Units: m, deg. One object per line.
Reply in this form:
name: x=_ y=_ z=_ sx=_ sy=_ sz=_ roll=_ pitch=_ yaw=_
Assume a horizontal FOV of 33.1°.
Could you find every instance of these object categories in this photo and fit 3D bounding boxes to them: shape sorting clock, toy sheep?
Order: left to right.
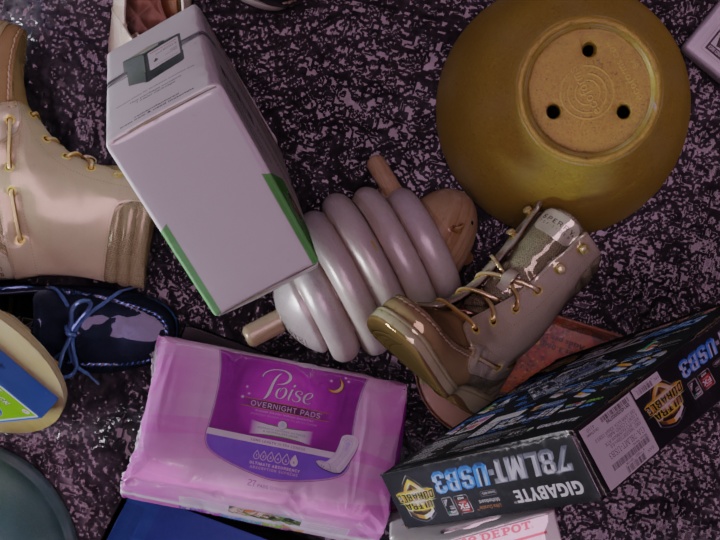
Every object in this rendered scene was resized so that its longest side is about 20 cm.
shape sorting clock: x=-0.312 y=0.060 z=0.903 sx=0.199 sy=0.200 sz=0.039 roll=22 pitch=56 yaw=1
toy sheep: x=0.000 y=0.000 z=0.908 sx=0.199 sy=0.138 sz=0.139 roll=-31 pitch=91 yaw=-1

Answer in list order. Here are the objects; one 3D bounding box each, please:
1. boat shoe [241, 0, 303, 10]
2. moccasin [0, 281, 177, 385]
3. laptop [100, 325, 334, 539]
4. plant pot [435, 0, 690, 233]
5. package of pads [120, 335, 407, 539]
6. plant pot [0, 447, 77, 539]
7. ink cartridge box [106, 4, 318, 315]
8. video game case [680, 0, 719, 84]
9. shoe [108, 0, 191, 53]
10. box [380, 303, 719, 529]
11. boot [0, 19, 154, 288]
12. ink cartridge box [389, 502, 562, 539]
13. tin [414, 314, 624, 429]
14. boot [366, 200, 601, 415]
boat shoe: x=-0.120 y=-0.247 z=0.894 sx=0.199 sy=0.060 sz=0.074 roll=21 pitch=81 yaw=-26
moccasin: x=-0.245 y=0.050 z=0.944 sx=0.198 sy=0.068 sz=0.081 roll=1 pitch=92 yaw=1
laptop: x=-0.093 y=0.168 z=0.927 sx=0.176 sy=0.103 sz=0.201 roll=20 pitch=93 yaw=0
plant pot: x=0.157 y=-0.126 z=0.890 sx=0.198 sy=0.142 sz=0.202 roll=0 pitch=91 yaw=2
package of pads: x=-0.070 y=0.125 z=0.901 sx=0.198 sy=0.076 sz=0.121 roll=11 pitch=67 yaw=-3
plant pot: x=-0.328 y=0.239 z=0.922 sx=0.198 sy=0.134 sz=0.202 roll=0 pitch=92 yaw=1
ink cartridge box: x=-0.108 y=-0.084 z=0.853 sx=0.084 sy=0.200 sz=0.147 roll=-28 pitch=118 yaw=3
video game case: x=0.383 y=-0.180 z=0.942 sx=0.200 sy=0.022 sz=0.182 roll=39 pitch=93 yaw=1
shoe: x=-0.165 y=-0.199 z=0.941 sx=0.069 sy=0.053 sz=0.202 roll=2 pitch=92 yaw=2
box: x=0.142 y=0.095 z=0.797 sx=0.198 sy=0.200 sz=0.050 roll=-26 pitch=90 yaw=-37
boot: x=-0.227 y=-0.088 z=0.939 sx=0.154 sy=0.073 sz=0.202 roll=4 pitch=84 yaw=-3
ink cartridge box: x=0.083 y=0.194 z=0.874 sx=0.114 sy=0.200 sz=0.068 roll=-16 pitch=92 yaw=2
tin: x=0.139 y=0.088 z=0.951 sx=0.199 sy=0.042 sz=0.113 roll=19 pitch=88 yaw=1
boot: x=0.092 y=0.016 z=0.842 sx=0.072 sy=0.200 sz=0.155 roll=42 pitch=92 yaw=26
